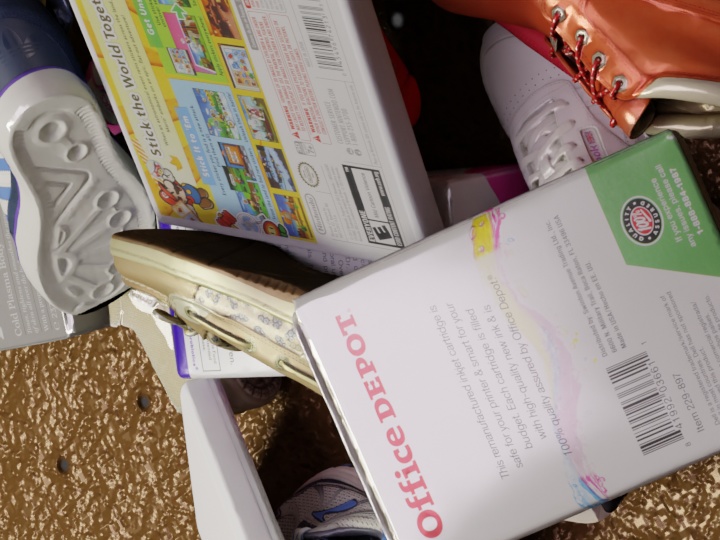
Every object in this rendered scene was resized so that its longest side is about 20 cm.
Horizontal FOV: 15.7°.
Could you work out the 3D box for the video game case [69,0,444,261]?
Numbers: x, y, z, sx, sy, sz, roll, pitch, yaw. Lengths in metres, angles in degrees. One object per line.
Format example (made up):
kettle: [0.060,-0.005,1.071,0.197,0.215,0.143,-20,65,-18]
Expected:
video game case: [-0.057,-0.093,1.301,0.181,0.023,0.201,10,136,34]

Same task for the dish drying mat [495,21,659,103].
dish drying mat: [0.096,-0.155,1.345,0.200,0.018,0.077,40,78,25]

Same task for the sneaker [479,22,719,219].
sneaker: [0.118,-0.051,1.320,0.075,0.099,0.201,-48,67,33]

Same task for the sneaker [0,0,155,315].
sneaker: [-0.183,-0.084,1.440,0.147,0.080,0.201,56,167,34]

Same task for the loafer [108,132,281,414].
loafer: [-0.120,0.001,1.520,0.068,0.076,0.201,-34,77,29]

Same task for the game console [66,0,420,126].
game console: [-0.075,-0.129,1.316,0.176,0.031,0.201,-13,119,42]

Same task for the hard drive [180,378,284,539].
hard drive: [-0.057,0.173,1.441,0.201,0.026,0.132,-115,16,-44]

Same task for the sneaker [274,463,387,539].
sneaker: [-0.010,0.154,1.432,0.199,0.085,0.078,-11,97,56]

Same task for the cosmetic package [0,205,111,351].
cosmetic package: [-0.233,-0.002,1.598,0.199,0.090,0.108,-13,92,34]

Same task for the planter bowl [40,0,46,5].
planter bowl: [-0.246,-0.145,1.521,0.199,0.084,0.202,10,120,19]

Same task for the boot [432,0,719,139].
boot: [0.114,-0.120,1.277,0.198,0.075,0.108,8,72,16]

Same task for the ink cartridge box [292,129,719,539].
ink cartridge box: [0.087,0.039,1.228,0.199,0.087,0.146,-24,89,9]

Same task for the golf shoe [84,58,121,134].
golf shoe: [-0.102,-0.113,1.431,0.075,0.092,0.200,48,165,-8]

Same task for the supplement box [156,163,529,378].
supplement box: [0.000,0.000,1.414,0.199,0.101,0.104,-5,95,37]

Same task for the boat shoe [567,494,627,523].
boat shoe: [0.101,0.080,1.379,0.075,0.093,0.200,58,157,-19]

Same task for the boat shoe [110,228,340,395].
boat shoe: [-0.051,0.027,1.347,0.199,0.073,0.063,21,108,31]
